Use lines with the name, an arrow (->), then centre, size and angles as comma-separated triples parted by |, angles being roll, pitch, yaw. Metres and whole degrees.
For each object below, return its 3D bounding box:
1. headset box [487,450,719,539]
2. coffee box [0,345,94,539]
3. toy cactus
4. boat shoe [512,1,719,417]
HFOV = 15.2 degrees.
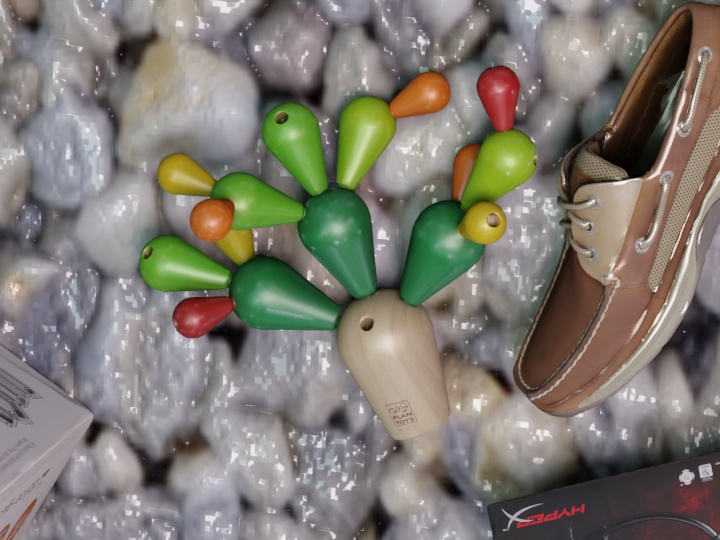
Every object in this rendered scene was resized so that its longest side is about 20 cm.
headset box -> 0.150, 0.189, 1.189 | 0.148, 0.075, 0.201 | -14, 72, 17
coffee box -> -0.279, 0.112, 1.256 | 0.200, 0.200, 0.198 | 35, 108, 5
toy cactus -> 0.000, 0.000, 1.227 | 0.199, 0.102, 0.165 | -21, 105, 9
boat shoe -> 0.117, -0.031, 1.182 | 0.072, 0.076, 0.200 | 24, 100, -28
